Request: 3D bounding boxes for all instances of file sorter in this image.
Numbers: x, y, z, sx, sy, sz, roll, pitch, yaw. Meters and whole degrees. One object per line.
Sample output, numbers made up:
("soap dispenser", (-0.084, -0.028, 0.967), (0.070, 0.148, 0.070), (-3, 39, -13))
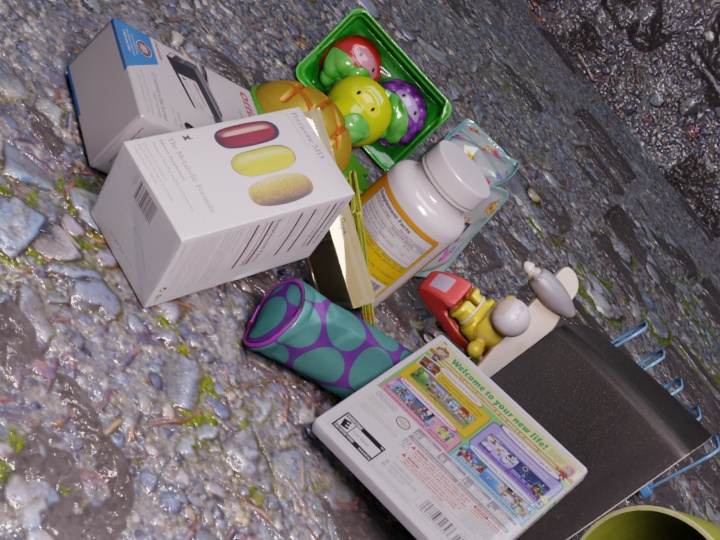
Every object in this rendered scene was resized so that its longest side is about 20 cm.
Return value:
("file sorter", (0.390, 0.184, 1.638), (0.201, 0.122, 0.139), (59, 13, 6))

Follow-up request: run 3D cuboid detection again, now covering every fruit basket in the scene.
("fruit basket", (0.012, -0.243, 1.654), (0.216, 0.155, 0.216), (46, 7, -7))

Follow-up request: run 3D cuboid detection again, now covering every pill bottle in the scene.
("pill bottle", (0.048, -0.055, 1.355), (0.111, 0.200, 0.111), (38, 26, -23))

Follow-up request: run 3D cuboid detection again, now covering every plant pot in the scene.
("plant pot", (0.332, 0.325, 1.177), (0.199, 0.187, 0.188), (10, 45, -48))
("plant pot", (0.223, 0.165, 1.236), (0.178, 0.199, 0.200), (56, 17, 16))

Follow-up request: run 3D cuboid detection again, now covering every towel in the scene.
("towel", (0.000, 0.000, 1.272), (0.086, 0.018, 0.201), (-100, -177, -55))

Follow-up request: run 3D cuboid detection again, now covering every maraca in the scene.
("maraca", (-0.058, -0.154, 1.432), (0.200, 0.107, 0.137), (34, 27, -31))

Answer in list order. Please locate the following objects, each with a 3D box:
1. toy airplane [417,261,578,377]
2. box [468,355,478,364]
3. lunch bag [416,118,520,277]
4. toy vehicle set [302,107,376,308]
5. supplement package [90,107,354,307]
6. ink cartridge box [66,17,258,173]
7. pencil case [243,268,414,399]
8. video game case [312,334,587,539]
("toy airplane", (0.173, 0.085, 1.386), (0.198, 0.141, 0.201), (-1, 64, -9))
("box", (0.230, 0.165, 1.535), (0.200, 0.048, 0.122), (28, 31, -38))
("lunch bag", (0.106, -0.089, 1.540), (0.122, 0.170, 0.200), (41, 25, -1))
("toy vehicle set", (-0.042, -0.060, 1.223), (0.124, 0.026, 0.201), (-178, -109, -72))
("supplement package", (-0.126, -0.063, 1.102), (0.199, 0.110, 0.114), (-19, 68, -40))
("ink cartridge box", (-0.190, -0.149, 1.229), (0.200, 0.084, 0.145), (23, 36, -47))
("pencil case", (-0.020, 0.083, 1.186), (0.200, 0.085, 0.092), (35, -16, -32))
("video game case", (0.085, 0.169, 1.111), (0.182, 0.022, 0.200), (-30, 63, -36))
